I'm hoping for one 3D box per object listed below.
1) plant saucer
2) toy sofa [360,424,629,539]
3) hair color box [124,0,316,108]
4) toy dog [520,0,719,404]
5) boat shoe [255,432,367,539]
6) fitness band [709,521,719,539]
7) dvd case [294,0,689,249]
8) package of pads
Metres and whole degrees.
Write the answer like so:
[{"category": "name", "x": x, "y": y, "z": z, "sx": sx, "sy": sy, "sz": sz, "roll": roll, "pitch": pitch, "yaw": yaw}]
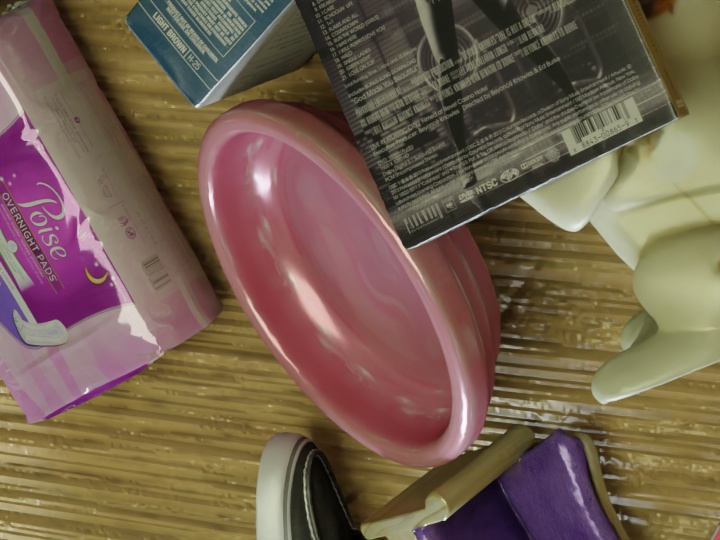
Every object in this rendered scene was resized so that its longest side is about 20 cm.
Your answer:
[{"category": "plant saucer", "x": 0.000, "y": 0.000, "z": 1.136, "sx": 0.200, "sy": 0.051, "sz": 0.201, "roll": 41, "pitch": 151, "yaw": 28}, {"category": "toy sofa", "x": 0.095, "y": 0.183, "z": 1.167, "sx": 0.097, "sy": 0.083, "sz": 0.200, "roll": -21, "pitch": 98, "yaw": 45}, {"category": "hair color box", "x": -0.013, "y": -0.168, "z": 1.092, "sx": 0.061, "sy": 0.100, "sz": 0.200, "roll": 51, "pitch": 123, "yaw": 6}, {"category": "toy dog", "x": 0.137, "y": -0.068, "z": 1.030, "sx": 0.193, "sy": 0.140, "sz": 0.200, "roll": -24, "pitch": 95, "yaw": 26}, {"category": "boat shoe", "x": -0.005, "y": 0.178, "z": 1.239, "sx": 0.066, "sy": 0.070, "sz": 0.201, "roll": -3, "pitch": 107, "yaw": 21}, {"category": "fitness band", "x": 0.238, "y": 0.151, "z": 1.119, "sx": 0.143, "sy": 0.037, "sz": 0.200, "roll": 31, "pitch": 121, "yaw": 12}, {"category": "dvd case", "x": 0.037, "y": -0.127, "z": 0.998, "sx": 0.148, "sy": 0.016, "sz": 0.201, "roll": -26, "pitch": 87, "yaw": 34}, {"category": "package of pads", "x": -0.170, "y": -0.031, "z": 1.242, "sx": 0.120, "sy": 0.076, "sz": 0.200, "roll": -27, "pitch": 94, "yaw": 34}]
